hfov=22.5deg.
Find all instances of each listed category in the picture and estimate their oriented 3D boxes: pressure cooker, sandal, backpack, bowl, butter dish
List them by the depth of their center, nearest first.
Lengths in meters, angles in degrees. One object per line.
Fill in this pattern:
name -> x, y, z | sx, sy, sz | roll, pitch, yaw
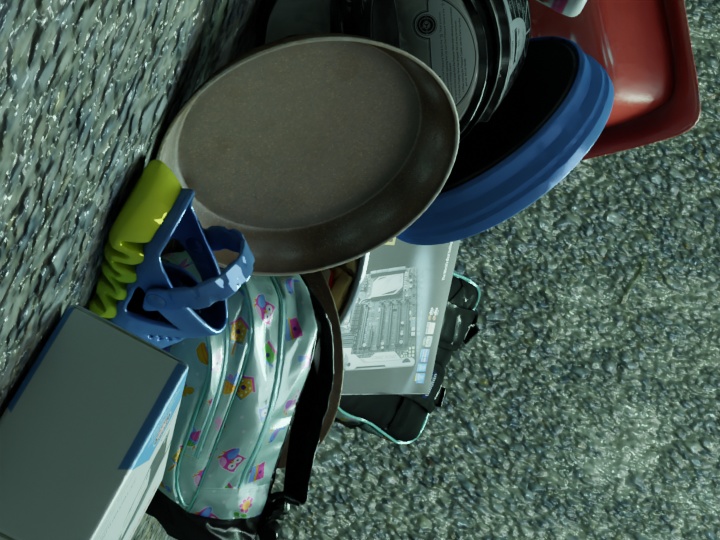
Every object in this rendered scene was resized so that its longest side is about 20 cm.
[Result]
sandal -> -0.123, 0.021, 1.139 | 0.080, 0.087, 0.200 | -64, 180, -36
pressure cooker -> 0.019, -0.160, 1.261 | 0.179, 0.176, 0.200 | -44, -175, 23
backpack -> -0.105, 0.079, 1.279 | 0.126, 0.167, 0.201 | -4, 124, -45
bowl -> 0.093, -0.101, 1.347 | 0.200, 0.039, 0.201 | -30, -154, 16
butter dish -> 0.162, -0.195, 1.514 | 0.147, 0.199, 0.201 | -7, 87, -45
backpack -> 0.000, 0.048, 1.624 | 0.177, 0.153, 0.200 | -62, 156, 1

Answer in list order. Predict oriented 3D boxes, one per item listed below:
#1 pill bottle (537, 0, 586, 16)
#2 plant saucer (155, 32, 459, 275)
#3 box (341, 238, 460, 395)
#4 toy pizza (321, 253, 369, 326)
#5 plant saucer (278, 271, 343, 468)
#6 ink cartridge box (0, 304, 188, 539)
pill bottle -> 0.099, -0.284, 1.362 | 0.114, 0.199, 0.113 | -64, 178, -3
plant saucer -> -0.036, -0.078, 1.152 | 0.035, 0.199, 0.201 | -111, -147, -41
box -> 0.000, 0.000, 1.468 | 0.050, 0.157, 0.202 | 29, -68, 52
toy pizza -> -0.058, -0.036, 1.389 | 0.200, 0.032, 0.202 | -3, -94, 55
plant saucer -> -0.092, 0.055, 1.380 | 0.036, 0.201, 0.201 | -10, 136, -41
ink cartridge box -> -0.180, 0.135, 1.107 | 0.200, 0.083, 0.146 | 112, 5, -62
